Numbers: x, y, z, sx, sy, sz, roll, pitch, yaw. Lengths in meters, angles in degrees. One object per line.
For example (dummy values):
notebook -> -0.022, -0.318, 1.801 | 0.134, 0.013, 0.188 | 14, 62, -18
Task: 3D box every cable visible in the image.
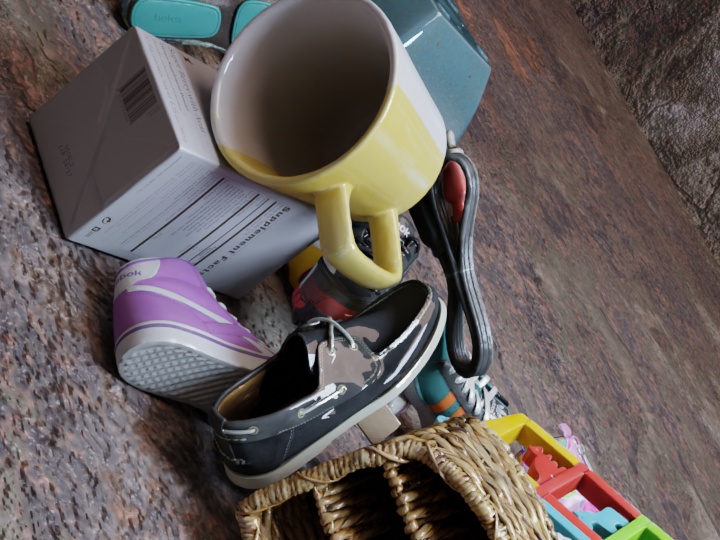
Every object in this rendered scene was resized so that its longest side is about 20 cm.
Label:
cable -> 0.084, -0.017, 1.100 | 0.050, 0.097, 0.200 | -15, 81, -42

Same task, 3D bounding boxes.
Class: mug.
mug -> -0.016, -0.091, 1.003 | 0.149, 0.187, 0.153 | 17, -9, 30

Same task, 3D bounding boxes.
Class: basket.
basket -> 0.040, 0.207, 0.872 | 0.149, 0.143, 0.200 | -11, 79, -49

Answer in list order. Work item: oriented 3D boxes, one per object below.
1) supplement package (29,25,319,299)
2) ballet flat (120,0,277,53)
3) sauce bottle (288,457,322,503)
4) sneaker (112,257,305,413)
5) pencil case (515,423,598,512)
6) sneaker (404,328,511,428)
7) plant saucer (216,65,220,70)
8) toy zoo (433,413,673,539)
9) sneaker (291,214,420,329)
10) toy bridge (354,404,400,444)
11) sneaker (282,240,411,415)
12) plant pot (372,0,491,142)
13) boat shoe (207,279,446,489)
supplement package -> -0.131, -0.077, 1.047 | 0.200, 0.120, 0.121 | 22, 38, -54
ballet flat -> -0.131, -0.244, 1.295 | 0.200, 0.074, 0.074 | 10, 42, -25
sauce bottle -> -0.004, 0.187, 0.993 | 0.200, 0.065, 0.065 | 46, 23, -24
sneaker -> -0.097, 0.052, 0.996 | 0.200, 0.073, 0.114 | 35, 25, -40
pencil case -> 0.216, 0.254, 1.326 | 0.087, 0.087, 0.200 | 11, 48, -60
sneaker -> 0.091, 0.111, 1.175 | 0.071, 0.080, 0.200 | -64, 146, -43
plant saucer -> -0.061, -0.106, 1.221 | 0.200, 0.051, 0.201 | 35, -17, 12
toy zoo -> 0.126, 0.169, 0.976 | 0.200, 0.020, 0.131 | 40, 36, 28
sneaker -> 0.000, 0.000, 1.069 | 0.071, 0.098, 0.200 | 32, 18, -1
toy bridge -> -0.013, 0.089, 1.045 | 0.067, 0.027, 0.200 | 54, -7, -5
sneaker -> -0.013, 0.037, 1.185 | 0.200, 0.075, 0.090 | 55, 16, 4
plant pot -> 0.014, -0.213, 1.408 | 0.196, 0.200, 0.196 | 35, 23, -49
boat shoe -> -0.019, 0.065, 0.931 | 0.072, 0.200, 0.068 | 24, -36, 47
